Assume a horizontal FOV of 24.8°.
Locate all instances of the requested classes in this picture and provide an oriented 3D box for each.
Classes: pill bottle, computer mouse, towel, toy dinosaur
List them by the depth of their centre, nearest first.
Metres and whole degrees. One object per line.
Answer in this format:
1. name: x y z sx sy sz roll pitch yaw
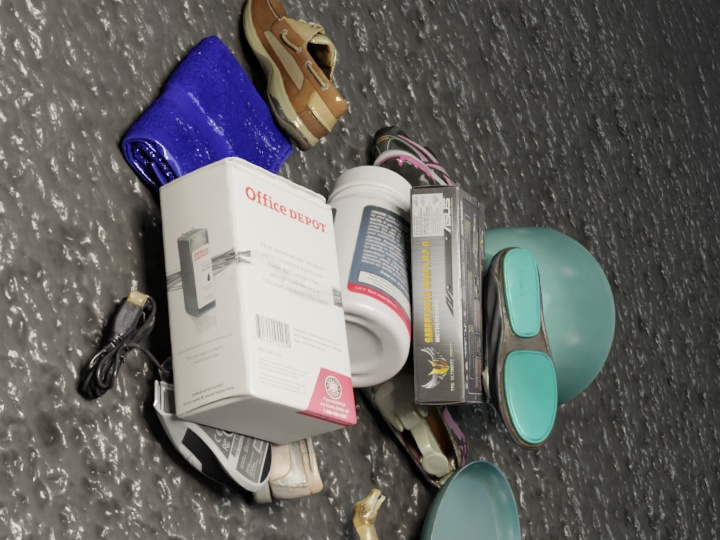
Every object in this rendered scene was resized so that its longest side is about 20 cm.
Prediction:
1. computer mouse: -0.144 0.111 1.313 0.200 0.044 0.110 50 33 -29
2. towel: -0.129 -0.109 1.462 0.148 0.049 0.201 60 29 -24
3. toy dinosaur: 0.017 0.297 1.462 0.101 0.058 0.201 34 35 -30
4. pill bottle: 0.000 0.000 1.561 0.120 0.119 0.201 52 34 -34

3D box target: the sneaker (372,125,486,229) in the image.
1. sneaker: 0.077 -0.093 1.814 0.200 0.080 0.087 50 23 -46

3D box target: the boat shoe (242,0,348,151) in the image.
1. boat shoe: -0.056 -0.201 1.584 0.076 0.073 0.201 44 20 -49

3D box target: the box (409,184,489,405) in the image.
1. box: 0.086 0.028 1.563 0.158 0.048 0.202 18 70 -77

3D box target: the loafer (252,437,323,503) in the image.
1. loafer: -0.064 0.104 1.425 0.072 0.062 0.202 81 8 -66

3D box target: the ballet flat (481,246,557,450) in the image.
1. ballet flat: 0.148 0.079 1.577 0.073 0.073 0.202 24 57 -55

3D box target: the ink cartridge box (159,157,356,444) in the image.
1. ink cartridge box: -0.084 0.027 1.335 0.145 0.084 0.202 23 56 -52

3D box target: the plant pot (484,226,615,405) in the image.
1. plant pot: 0.148 0.047 1.712 0.161 0.199 0.203 10 66 -64

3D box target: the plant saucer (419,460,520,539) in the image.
1. plant saucer: 0.106 0.291 1.644 0.199 0.027 0.202 1 89 -58

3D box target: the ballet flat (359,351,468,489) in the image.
1. ballet flat: 0.055 0.148 1.629 0.201 0.069 0.071 56 13 -34
